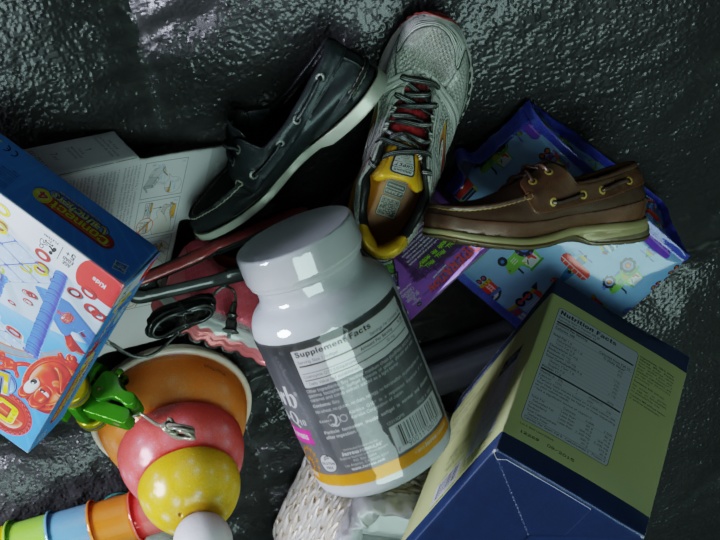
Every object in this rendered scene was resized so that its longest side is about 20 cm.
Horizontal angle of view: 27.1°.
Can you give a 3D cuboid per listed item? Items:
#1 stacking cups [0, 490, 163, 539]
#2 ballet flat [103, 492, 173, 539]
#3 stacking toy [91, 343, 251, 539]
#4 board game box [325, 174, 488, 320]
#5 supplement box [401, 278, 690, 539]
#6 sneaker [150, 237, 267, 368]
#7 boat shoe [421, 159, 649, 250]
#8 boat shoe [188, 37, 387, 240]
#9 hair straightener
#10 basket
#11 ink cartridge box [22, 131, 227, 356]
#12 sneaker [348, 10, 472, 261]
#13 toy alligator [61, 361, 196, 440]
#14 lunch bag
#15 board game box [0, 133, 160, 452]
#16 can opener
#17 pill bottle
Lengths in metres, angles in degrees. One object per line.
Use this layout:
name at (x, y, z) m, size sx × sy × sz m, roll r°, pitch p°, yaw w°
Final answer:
stacking cups at (-0.258, 0.241, 1.350) m, size 0.198 × 0.061 × 0.061 m, roll -15°, pitch 131°, yaw 7°
ballet flat at (-0.173, 0.283, 1.423) m, size 0.069 × 0.071 × 0.200 m, roll -33°, pitch 129°, yaw 12°
stacking toy at (-0.149, 0.173, 1.258) m, size 0.145 × 0.201 × 0.147 m, roll -8°, pitch 129°, yaw -10°
board game box at (0.000, 0.000, 1.251) m, size 0.200 × 0.032 × 0.120 m, roll -42°, pitch 98°, yaw 18°
supplement box at (0.149, 0.157, 1.231) m, size 0.134 × 0.200 × 0.200 m, roll 31°, pitch 136°, yaw -3°
sneaker at (-0.067, 0.035, 1.219) m, size 0.199 × 0.074 × 0.087 m, roll 21°, pitch 99°, yaw -8°
boat shoe at (0.138, -0.053, 1.174) m, size 0.198 × 0.072 × 0.068 m, roll -4°, pitch 98°, yaw -24°
boat shoe at (-0.072, -0.104, 1.148) m, size 0.199 × 0.075 × 0.066 m, roll -37°, pitch 117°, yaw 23°
hair straightener at (-0.120, 0.019, 1.165) m, size 0.199 × 0.041 × 0.078 m, roll -21°, pitch 87°, yaw -17°
basket at (0.038, 0.244, 1.400) m, size 0.197 × 0.161 × 0.201 m, roll 9°, pitch 125°, yaw -23°
ink cartridge box at (-0.204, -0.016, 1.194) m, size 0.175 × 0.045 × 0.201 m, roll -16°, pitch 136°, yaw -39°
sneaker at (0.041, -0.099, 1.154) m, size 0.077 × 0.082 × 0.202 m, roll 11°, pitch 106°, yaw -3°
toy alligator at (-0.220, 0.099, 1.240) m, size 0.198 × 0.055 × 0.059 m, roll 8°, pitch 153°, yaw 17°
lunch bag at (0.152, -0.037, 1.269) m, size 0.199 × 0.094 × 0.151 m, roll 35°, pitch 114°, yaw -24°
board game box at (-0.276, 0.005, 1.098) m, size 0.199 × 0.056 × 0.196 m, roll 35°, pitch 125°, yaw 0°
can opener at (0.054, 0.087, 1.351) m, size 0.198 × 0.053 × 0.067 m, roll -15°, pitch 130°, yaw -6°
pill bottle at (-0.015, 0.061, 1.136) m, size 0.116 × 0.116 × 0.201 m, roll -22°, pitch 107°, yaw 1°
